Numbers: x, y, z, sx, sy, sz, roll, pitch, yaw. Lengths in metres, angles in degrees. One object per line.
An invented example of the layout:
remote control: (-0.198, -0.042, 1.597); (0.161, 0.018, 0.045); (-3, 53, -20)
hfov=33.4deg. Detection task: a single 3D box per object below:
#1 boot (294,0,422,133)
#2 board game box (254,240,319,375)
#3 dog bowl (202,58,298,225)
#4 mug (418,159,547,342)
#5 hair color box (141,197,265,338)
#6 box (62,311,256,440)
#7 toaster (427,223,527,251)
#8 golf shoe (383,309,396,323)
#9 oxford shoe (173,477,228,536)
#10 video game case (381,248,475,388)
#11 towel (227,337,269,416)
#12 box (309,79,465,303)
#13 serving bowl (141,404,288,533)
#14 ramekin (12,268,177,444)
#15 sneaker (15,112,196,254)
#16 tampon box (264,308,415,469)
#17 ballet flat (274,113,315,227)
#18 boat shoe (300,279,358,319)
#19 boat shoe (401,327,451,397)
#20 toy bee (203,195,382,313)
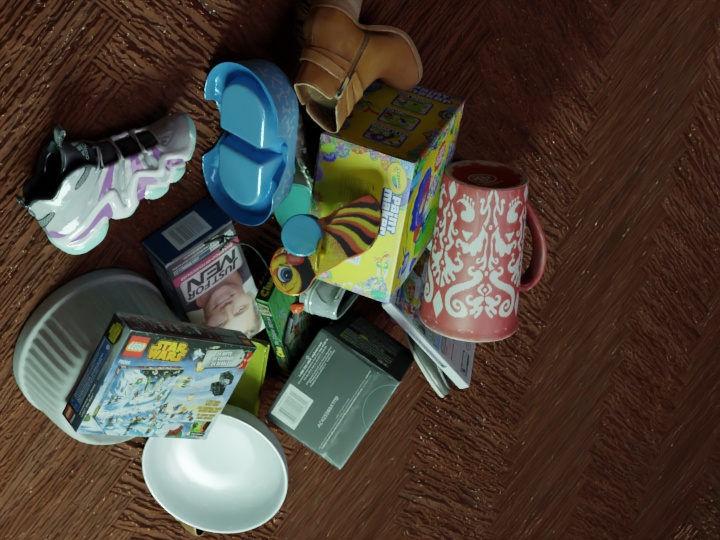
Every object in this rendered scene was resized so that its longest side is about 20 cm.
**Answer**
boot: (-0.007, -0.224, 1.390); (0.200, 0.073, 0.156); (38, 56, -42)
board game box: (-0.092, 0.047, 1.571); (0.201, 0.023, 0.105); (79, 33, -57)
dog bowl: (-0.122, -0.149, 1.363); (0.049, 0.111, 0.201); (-34, 143, -41)
mug: (0.157, -0.036, 1.541); (0.177, 0.132, 0.202); (-37, 137, -55)
hair color box: (-0.186, 0.018, 1.476); (0.100, 0.060, 0.201); (-36, 142, -18)
box: (-0.225, 0.124, 1.368); (0.199, 0.040, 0.138); (14, 112, -51)
toaster: (0.152, -0.065, 1.668); (0.129, 0.114, 0.200); (-47, -171, 4)
golf shoe: (0.125, 0.021, 1.784); (0.199, 0.091, 0.076); (-37, 144, -15)
oxford shoe: (-0.193, 0.286, 1.697); (0.071, 0.071, 0.201); (17, 106, -48)
video game case: (0.102, 0.052, 1.680); (0.200, 0.018, 0.144); (47, 40, -34)
towel: (-0.178, 0.171, 1.611); (0.085, 0.018, 0.202); (12, 120, -1)
box: (0.029, -0.105, 1.482); (0.193, 0.121, 0.201); (-54, 159, -52)
serving bowl: (-0.189, 0.254, 1.612); (0.066, 0.198, 0.202); (-73, 178, -59)
ramekin: (-0.292, 0.109, 1.406); (0.199, 0.105, 0.201); (-28, 139, -28)
sneaker: (-0.270, -0.118, 1.253); (0.200, 0.078, 0.140); (-45, 144, -7)
tampon box: (-0.022, 0.157, 1.651); (0.151, 0.126, 0.200); (-57, 175, 10)
ballet flat: (-0.079, -0.128, 1.463); (0.072, 0.072, 0.201); (-34, 143, -20)
boat shoe: (0.000, 0.000, 1.615); (0.201, 0.071, 0.070); (-46, 151, -37)
boat shoe: (0.090, 0.081, 1.712); (0.057, 0.201, 0.067); (-28, 168, 9)
toy bee: (-0.061, -0.012, 1.379); (0.131, 0.198, 0.110); (-21, 95, -64)
